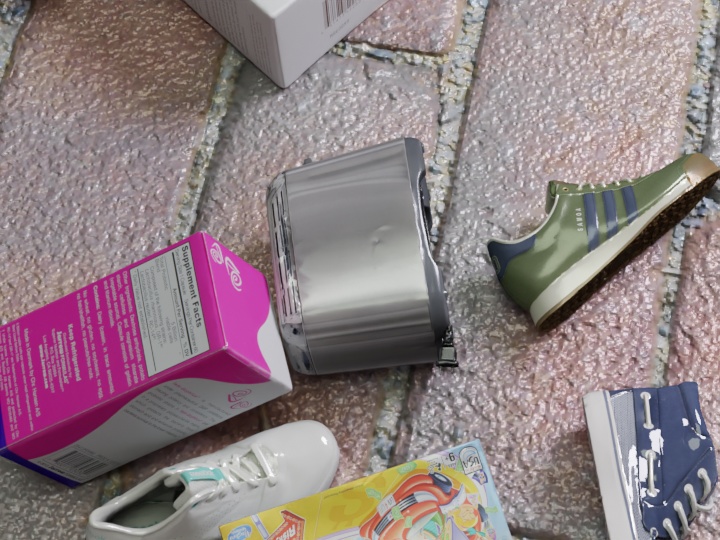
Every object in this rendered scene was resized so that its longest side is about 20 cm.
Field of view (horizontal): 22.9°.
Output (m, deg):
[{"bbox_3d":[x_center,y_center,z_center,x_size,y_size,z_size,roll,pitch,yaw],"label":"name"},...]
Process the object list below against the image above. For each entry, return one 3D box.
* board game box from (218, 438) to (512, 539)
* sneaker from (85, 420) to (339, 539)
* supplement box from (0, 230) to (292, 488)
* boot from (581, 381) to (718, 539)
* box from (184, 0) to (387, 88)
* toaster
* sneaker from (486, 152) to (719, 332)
[{"bbox_3d":[0.012,0.216,1.271,0.198,0.034,0.136,-18,81,-6],"label":"board game box"},{"bbox_3d":[-0.106,0.161,1.300,0.199,0.089,0.076,-26,62,-11],"label":"sneaker"},{"bbox_3d":[-0.165,0.068,1.306,0.198,0.101,0.104,-23,60,17],"label":"supplement box"},{"bbox_3d":[0.220,0.172,1.282,0.089,0.073,0.202,-10,61,5],"label":"boot"},{"bbox_3d":[-0.082,-0.287,1.526,0.152,0.107,0.200,-40,67,-16],"label":"box"},{"bbox_3d":[0.000,0.000,1.368,0.128,0.114,0.202,-10,66,3],"label":"toaster"},{"bbox_3d":[0.186,-0.046,1.403,0.200,0.067,0.090,-39,72,-13],"label":"sneaker"}]
